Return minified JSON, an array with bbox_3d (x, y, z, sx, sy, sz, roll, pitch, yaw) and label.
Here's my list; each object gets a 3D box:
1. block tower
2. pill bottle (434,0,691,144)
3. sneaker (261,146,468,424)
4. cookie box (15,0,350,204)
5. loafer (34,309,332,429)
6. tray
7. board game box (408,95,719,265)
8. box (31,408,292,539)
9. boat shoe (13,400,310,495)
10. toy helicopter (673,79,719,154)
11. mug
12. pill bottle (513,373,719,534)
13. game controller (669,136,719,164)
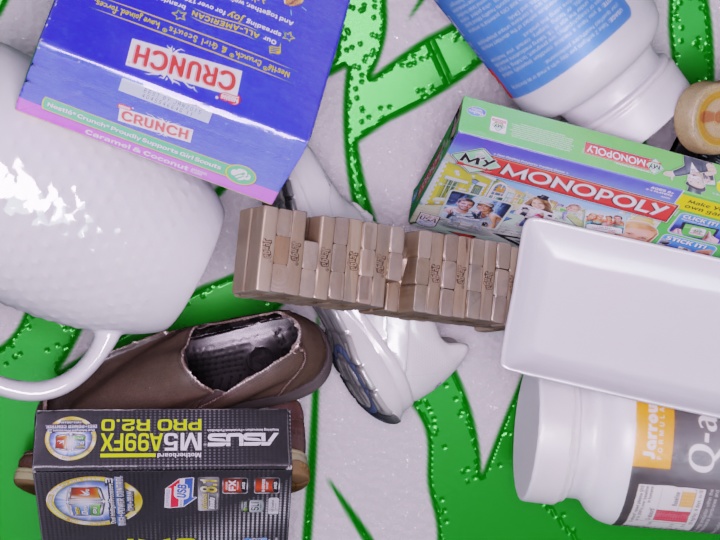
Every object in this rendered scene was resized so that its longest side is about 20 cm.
[{"bbox_3d":[0.013,0.000,1.264,0.199,0.054,0.058,10,82,-29],"label":"block tower"},{"bbox_3d":[0.120,-0.169,1.273,0.112,0.112,0.200,-39,100,3],"label":"pill bottle"},{"bbox_3d":[0.000,0.000,1.326,0.087,0.074,0.201,-31,104,-16],"label":"sneaker"},{"bbox_3d":[-0.098,-0.162,1.220,0.170,0.075,0.201,21,54,-8],"label":"cookie box"},{"bbox_3d":[-0.118,0.064,1.283,0.199,0.071,0.073,-20,66,-4],"label":"loafer"},{"bbox_3d":[0.193,0.037,1.283,0.199,0.022,0.108,13,71,-2],"label":"tray"},{"bbox_3d":[0.143,-0.045,1.291,0.199,0.135,0.029,15,64,-6],"label":"board game box"},{"bbox_3d":[-0.126,0.161,1.288,0.159,0.044,0.200,0,143,-5],"label":"box"},{"bbox_3d":[-0.134,0.117,1.337,0.199,0.072,0.072,-5,70,7],"label":"boat shoe"},{"bbox_3d":[0.283,-0.131,1.287,0.200,0.079,0.133,-36,115,-20],"label":"toy helicopter"},{"bbox_3d":[-0.193,-0.016,1.254,0.175,0.148,0.201,26,82,-13],"label":"mug"},{"bbox_3d":[0.208,0.115,1.329,0.199,0.116,0.117,5,100,-6],"label":"pill bottle"},{"bbox_3d":[0.297,-0.042,1.345,0.199,0.042,0.105,25,98,-7],"label":"game controller"}]
